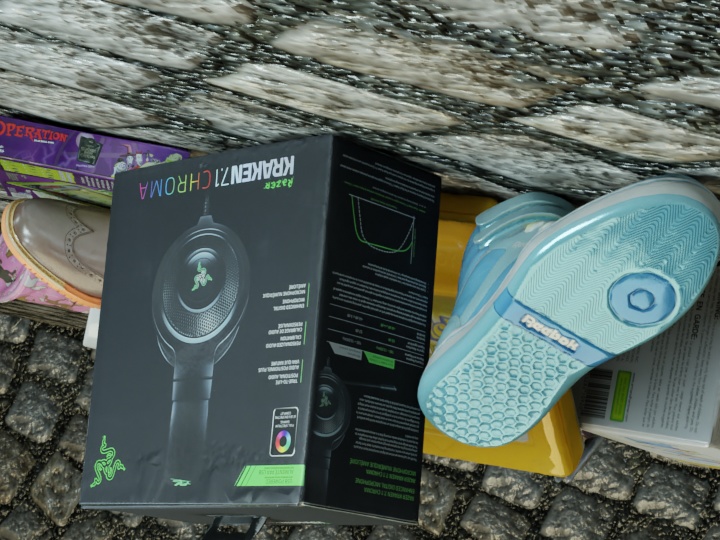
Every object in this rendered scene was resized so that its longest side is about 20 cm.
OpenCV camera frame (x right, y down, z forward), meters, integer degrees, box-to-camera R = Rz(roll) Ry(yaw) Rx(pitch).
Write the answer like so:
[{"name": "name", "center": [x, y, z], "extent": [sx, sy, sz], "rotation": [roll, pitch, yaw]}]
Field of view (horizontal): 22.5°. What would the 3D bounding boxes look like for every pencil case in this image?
[{"name": "pencil case", "center": [-0.237, 0.008, 1.640], "extent": [0.199, 0.087, 0.083], "rotation": [16, -157, -37]}]

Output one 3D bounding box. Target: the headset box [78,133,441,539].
[{"name": "headset box", "center": [-0.055, 0.045, 0.963], "extent": [0.173, 0.202, 0.092], "rotation": [-6, 165, 42]}]

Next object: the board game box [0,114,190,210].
[{"name": "board game box", "center": [-0.168, -0.059, 1.134], "extent": [0.119, 0.033, 0.200], "rotation": [15, 174, -6]}]

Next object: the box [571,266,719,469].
[{"name": "box", "center": [0.226, 0.067, 1.170], "extent": [0.101, 0.113, 0.200], "rotation": [6, 171, 34]}]

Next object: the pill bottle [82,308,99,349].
[{"name": "pill bottle", "center": [-0.133, 0.039, 1.560], "extent": [0.198, 0.117, 0.116], "rotation": [12, 174, -9]}]

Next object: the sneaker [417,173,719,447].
[{"name": "sneaker", "center": [0.105, -0.011, 0.906], "extent": [0.079, 0.131, 0.200], "rotation": [36, 130, -16]}]

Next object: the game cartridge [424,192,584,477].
[{"name": "game cartridge", "center": [0.034, 0.035, 1.084], "extent": [0.175, 0.033, 0.201], "rotation": [7, 136, 29]}]

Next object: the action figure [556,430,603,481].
[{"name": "action figure", "center": [0.129, 0.060, 1.195], "extent": [0.069, 0.131, 0.200], "rotation": [10, 158, 31]}]

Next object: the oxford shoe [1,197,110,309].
[{"name": "oxford shoe", "center": [-0.136, -0.013, 1.180], "extent": [0.199, 0.072, 0.073], "rotation": [19, 141, -31]}]
